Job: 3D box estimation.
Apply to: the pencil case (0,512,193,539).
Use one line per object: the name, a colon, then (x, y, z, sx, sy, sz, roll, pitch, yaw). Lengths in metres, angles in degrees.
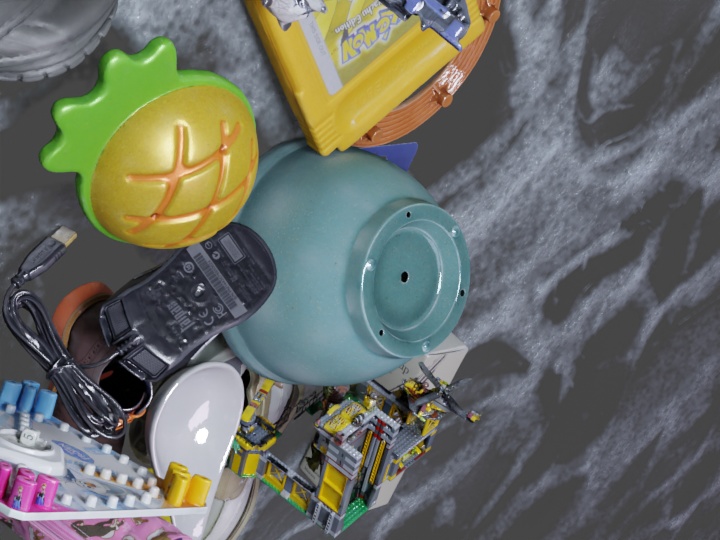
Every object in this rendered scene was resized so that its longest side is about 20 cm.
pencil case: (-0.216, 0.183, 1.247, 0.083, 0.199, 0.087, -42, 153, -33)

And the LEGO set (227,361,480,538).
LEGO set: (-0.010, 0.116, 1.408, 0.199, 0.154, 0.116, -25, 144, -37)

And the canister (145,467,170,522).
canister: (-0.226, 0.279, 1.460, 0.148, 0.086, 0.201, -11, 132, -48)

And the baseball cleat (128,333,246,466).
baseball cleat: (-0.123, 0.072, 1.397, 0.200, 0.070, 0.106, -53, 167, 10)

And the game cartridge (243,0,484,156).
game cartridge: (0.006, -0.200, 1.244, 0.176, 0.032, 0.200, -42, 140, -14)

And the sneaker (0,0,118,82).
sneaker: (-0.223, -0.152, 0.973, 0.199, 0.076, 0.091, -32, 141, -32)

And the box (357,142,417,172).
box: (-0.014, -0.017, 1.460, 0.121, 0.032, 0.201, -11, 132, -48)

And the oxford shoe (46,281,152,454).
oxford shoe: (-0.201, 0.103, 1.299, 0.071, 0.072, 0.201, -30, 146, -30)

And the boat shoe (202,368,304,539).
boat shoe: (-0.124, 0.165, 1.488, 0.068, 0.075, 0.201, 12, 104, -56)

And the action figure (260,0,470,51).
action figure: (0.014, -0.227, 1.122, 0.193, 0.200, 0.105, -42, 176, -8)

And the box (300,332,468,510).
box: (0.021, 0.135, 1.638, 0.068, 0.082, 0.201, -8, 129, -49)

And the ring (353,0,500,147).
ring: (0.047, -0.183, 1.363, 0.200, 0.019, 0.201, -34, 148, -25)

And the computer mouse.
computer mouse: (-0.165, 0.016, 1.215, 0.200, 0.141, 0.046, -43, -175, -26)

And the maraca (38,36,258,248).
maraca: (-0.139, -0.083, 1.130, 0.137, 0.107, 0.200, -47, 151, -1)

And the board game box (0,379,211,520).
board game box: (-0.231, 0.117, 1.153, 0.200, 0.199, 0.026, 11, 101, -58)

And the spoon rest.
spoon rest: (-0.143, 0.162, 1.330, 0.099, 0.060, 0.201, -8, 122, -50)

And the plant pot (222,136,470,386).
plant pot: (0.000, 0.000, 1.310, 0.199, 0.134, 0.202, -8, 102, -42)
